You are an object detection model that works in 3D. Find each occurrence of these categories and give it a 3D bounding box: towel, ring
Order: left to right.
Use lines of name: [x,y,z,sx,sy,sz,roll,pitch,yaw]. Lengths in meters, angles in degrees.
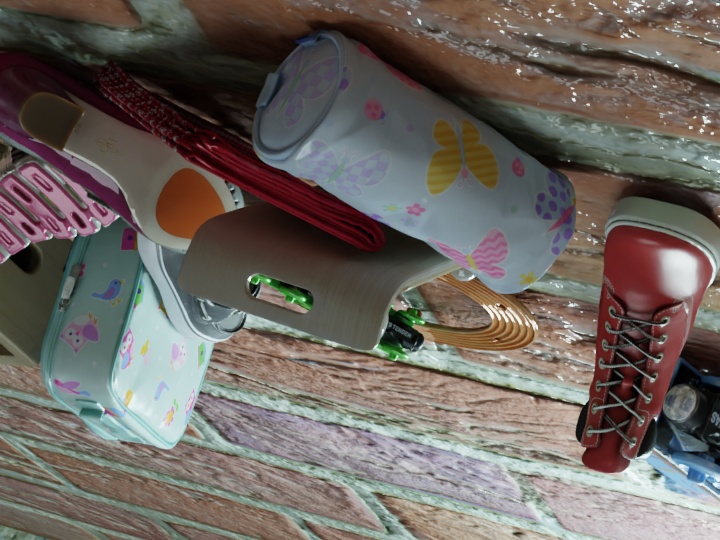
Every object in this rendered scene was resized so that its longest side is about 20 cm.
towel: [-0.076,-0.072,1.320,0.144,0.023,0.200,27,-175,-29]
ring: [0.037,0.012,1.583,0.199,0.019,0.201,18,163,6]

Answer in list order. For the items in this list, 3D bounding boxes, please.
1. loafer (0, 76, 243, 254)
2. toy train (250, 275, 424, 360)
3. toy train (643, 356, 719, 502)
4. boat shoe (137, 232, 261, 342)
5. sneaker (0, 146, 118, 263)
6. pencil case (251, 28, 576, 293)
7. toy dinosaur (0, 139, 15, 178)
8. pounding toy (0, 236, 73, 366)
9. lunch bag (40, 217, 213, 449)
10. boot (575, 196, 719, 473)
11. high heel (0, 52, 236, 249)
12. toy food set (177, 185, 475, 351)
loafer: [-0.165,-0.082,1.441,0.200,0.075,0.070,35,-179,-20]
toy train: [-0.037,0.011,1.564,0.199,0.042,0.056,30,171,-29]
toy train: [0.259,0.124,1.595,0.114,0.087,0.200,16,168,41]
boat shoe: [-0.110,0.005,1.648,0.066,0.070,0.200,14,155,19]
sneaker: [-0.230,-0.065,1.550,0.199,0.088,0.074,-22,123,33]
pencil case: [0.032,-0.059,1.249,0.199,0.084,0.091,28,157,-30]
toy dinosaur: [-0.282,-0.085,1.454,0.200,0.086,0.135,29,173,36]
pounding toy: [-0.316,-0.016,1.726,0.183,0.143,0.200,2,146,43]
lunch bag: [-0.182,0.052,1.698,0.077,0.161,0.200,12,163,19]
boot: [0.171,0.047,1.331,0.072,0.145,0.200,16,162,14]
high heel: [-0.164,-0.081,1.389,0.200,0.068,0.096,39,178,-40]
toy food set: [0.000,0.000,1.356,0.143,0.061,0.200,17,-161,27]
